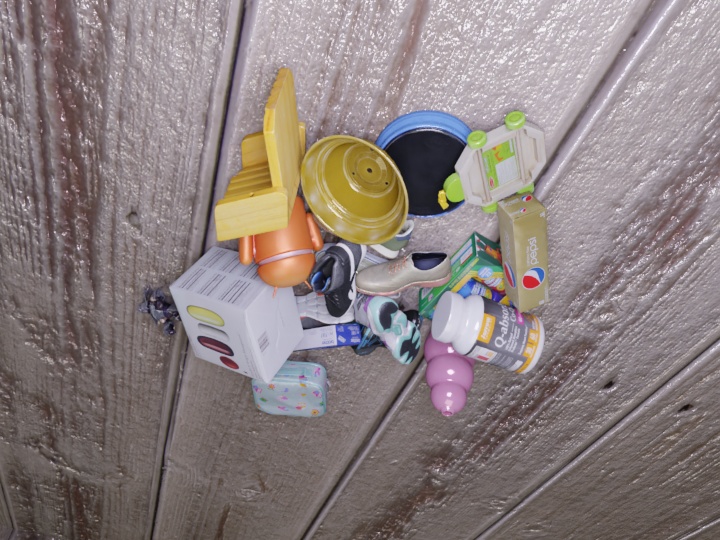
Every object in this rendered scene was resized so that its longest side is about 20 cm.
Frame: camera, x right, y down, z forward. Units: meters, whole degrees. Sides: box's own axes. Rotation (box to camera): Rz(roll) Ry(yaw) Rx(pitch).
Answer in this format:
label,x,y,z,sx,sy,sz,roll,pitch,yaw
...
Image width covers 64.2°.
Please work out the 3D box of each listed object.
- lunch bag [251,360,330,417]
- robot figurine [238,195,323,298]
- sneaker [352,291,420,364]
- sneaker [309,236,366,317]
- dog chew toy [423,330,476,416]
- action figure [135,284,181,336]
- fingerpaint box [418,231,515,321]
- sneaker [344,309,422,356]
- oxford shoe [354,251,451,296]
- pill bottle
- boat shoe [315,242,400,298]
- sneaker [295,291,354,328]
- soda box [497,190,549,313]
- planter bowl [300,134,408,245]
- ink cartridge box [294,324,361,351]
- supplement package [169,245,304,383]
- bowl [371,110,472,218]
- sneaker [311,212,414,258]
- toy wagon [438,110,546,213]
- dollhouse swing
label,x,y,z,sx,sy,sz,roll,pitch,yaw
lunch bag,-0.173,0.293,1.452,0.193,0.078,0.164,3,132,4
robot figurine,-0.147,-0.058,1.044,0.113,0.143,0.207,-15,87,21
sneaker,0.043,0.106,1.204,0.138,0.078,0.202,25,153,46
sneaker,-0.058,0.027,1.065,0.072,0.111,0.204,32,133,20
dog chew toy,0.193,0.216,1.243,0.120,0.204,0.127,6,140,5
action figure,-0.423,0.094,1.306,0.193,0.071,0.132,5,143,8
fingerpaint box,0.238,0.044,1.169,0.164,0.075,0.201,26,131,-18
sneaker,0.046,0.130,1.274,0.196,0.075,0.082,-25,127,27
oxford shoe,0.078,-0.004,1.103,0.193,0.072,0.075,-11,146,0
pill bottle,0.243,0.116,1.104,0.194,0.118,0.118,19,133,-11
boat shoe,0.000,0.000,1.167,0.194,0.063,0.073,15,134,-7
sneaker,-0.098,0.092,1.274,0.193,0.079,0.082,1,154,13
soda box,0.289,-0.030,1.012,0.062,0.068,0.204,-18,125,-3
planter bowl,0.003,-0.151,0.966,0.195,0.084,0.205,17,134,18
ink cartridge box,-0.103,0.154,1.277,0.196,0.046,0.093,-13,168,35
supplement package,-0.245,0.086,1.164,0.195,0.148,0.196,13,131,27
bowl,0.115,-0.177,1.004,0.193,0.040,0.205,4,134,4
sneaker,0.014,-0.098,1.072,0.196,0.069,0.090,24,134,-24
toy wagon,0.213,-0.168,0.955,0.195,0.040,0.157,-25,135,2
dollhouse swing,-0.173,-0.191,0.914,0.176,0.204,0.178,-9,133,15
